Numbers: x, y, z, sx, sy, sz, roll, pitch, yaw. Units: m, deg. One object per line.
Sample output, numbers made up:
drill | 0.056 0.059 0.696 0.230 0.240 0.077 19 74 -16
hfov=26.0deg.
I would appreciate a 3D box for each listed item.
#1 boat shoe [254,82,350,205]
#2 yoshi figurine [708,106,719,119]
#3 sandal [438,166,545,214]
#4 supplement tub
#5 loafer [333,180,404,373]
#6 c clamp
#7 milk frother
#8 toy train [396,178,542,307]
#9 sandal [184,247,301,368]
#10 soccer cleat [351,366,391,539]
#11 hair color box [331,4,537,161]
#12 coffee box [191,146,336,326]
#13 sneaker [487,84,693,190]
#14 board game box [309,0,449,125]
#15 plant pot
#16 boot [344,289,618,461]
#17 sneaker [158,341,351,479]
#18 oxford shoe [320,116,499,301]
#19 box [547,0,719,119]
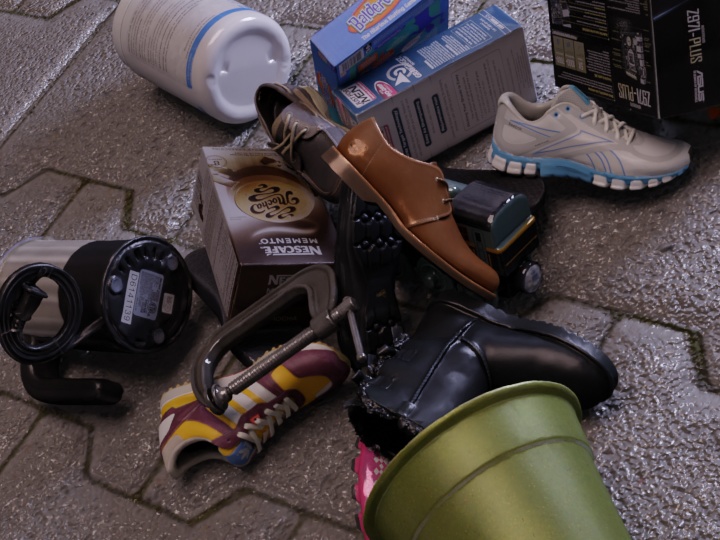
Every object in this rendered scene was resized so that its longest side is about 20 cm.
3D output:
boat shoe | -0.059 -0.128 1.565 0.075 0.073 0.200 -65 33 19
yoshi figurine | 0.354 -0.233 1.522 0.112 0.112 0.200 -22 46 -1
sandal | 0.112 -0.070 1.549 0.075 0.045 0.200 -26 22 -32
supplement tub | -0.186 -0.261 1.820 0.132 0.132 0.200 -44 46 -14
loafer | 0.000 0.000 1.455 0.068 0.201 0.070 -9 10 -35
c clamp | -0.081 0.066 1.410 0.200 0.027 0.171 -32 32 21
milk frother | -0.310 0.028 1.559 0.188 0.200 0.181 0 59 42
toy train | 0.083 -0.038 1.473 0.200 0.114 0.085 20 47 39
sandal | -0.116 0.045 1.566 0.076 0.043 0.200 -12 38 -22
soccer cleat | 0.040 0.156 1.361 0.086 0.070 0.201 -6 51 11
hair color box | 0.078 -0.181 1.605 0.200 0.100 0.061 -29 43 -12
coffee box | -0.093 -0.037 1.565 0.113 0.080 0.200 -1 39 -20
sneaker | 0.218 -0.132 1.489 0.199 0.087 0.075 7 28 16
board game box | 0.023 -0.234 1.639 0.152 0.200 0.045 -38 76 -9
plant pot | 0.132 0.220 1.185 0.200 0.200 0.190 -32 54 -2
boot | 0.099 0.106 1.328 0.198 0.074 0.163 23 48 23
sneaker | -0.096 0.136 1.458 0.199 0.075 0.090 -22 49 19
oxford shoe | 0.059 -0.054 1.381 0.071 0.200 0.071 -45 4 0
box | 0.262 -0.247 1.490 0.086 0.164 0.200 -14 19 -18
